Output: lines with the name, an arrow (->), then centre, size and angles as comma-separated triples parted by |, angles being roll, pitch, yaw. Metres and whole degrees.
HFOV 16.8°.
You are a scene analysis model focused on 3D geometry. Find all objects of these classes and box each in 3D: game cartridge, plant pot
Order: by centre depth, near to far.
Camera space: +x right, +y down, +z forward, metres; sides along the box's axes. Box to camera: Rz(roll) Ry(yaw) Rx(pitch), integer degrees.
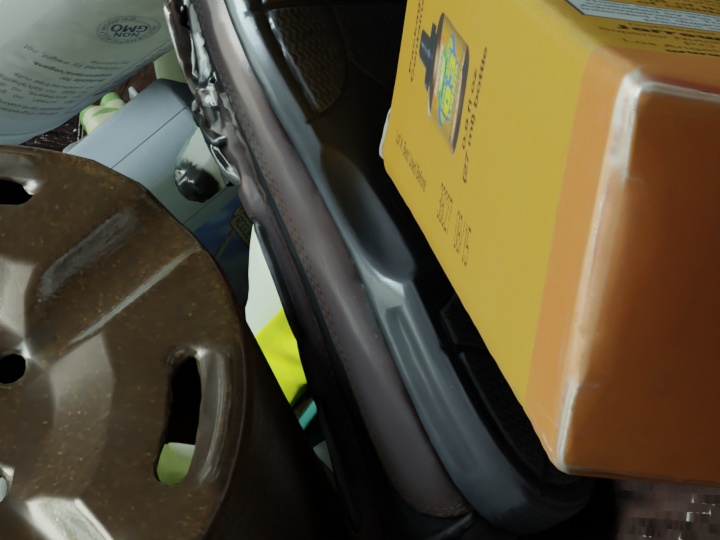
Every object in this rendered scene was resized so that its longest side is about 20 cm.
plant pot -> -0.084, 0.082, 0.629 | 0.199, 0.198, 0.202 | 77, -170, -57
game cartridge -> -0.078, 0.002, 0.916 | 0.042, 0.133, 0.200 | 54, 179, 19

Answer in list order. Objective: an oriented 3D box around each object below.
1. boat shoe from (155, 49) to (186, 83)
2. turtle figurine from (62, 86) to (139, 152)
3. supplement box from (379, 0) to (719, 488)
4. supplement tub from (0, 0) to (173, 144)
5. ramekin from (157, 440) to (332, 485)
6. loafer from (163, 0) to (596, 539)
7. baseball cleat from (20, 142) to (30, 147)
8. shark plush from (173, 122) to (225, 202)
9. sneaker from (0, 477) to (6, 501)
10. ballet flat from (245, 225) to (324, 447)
boat shoe -> -0.039, -0.133, 0.924 | 0.072, 0.060, 0.203 | 41, 136, 43
turtle figurine -> -0.131, -0.013, 1.124 | 0.144, 0.192, 0.202 | 115, 161, -68
supplement box -> 0.050, -0.023, 0.463 | 0.200, 0.068, 0.067 | -119, 37, -70
supplement tub -> -0.093, -0.133, 0.818 | 0.199, 0.131, 0.133 | -26, 54, 45
ramekin -> -0.052, 0.125, 0.847 | 0.200, 0.104, 0.202 | -174, 90, -80
loafer -> -0.012, -0.020, 0.592 | 0.063, 0.072, 0.201 | -34, 72, 30
baseball cleat -> -0.135, -0.022, 0.974 | 0.070, 0.106, 0.201 | 37, 142, 32
shark plush -> -0.012, -0.075, 0.853 | 0.083, 0.090, 0.201 | 55, -155, -57
sneaker -> -0.145, 0.087, 0.854 | 0.200, 0.086, 0.076 | 119, 156, -63
ballet flat -> 0.000, 0.000, 0.706 | 0.067, 0.067, 0.200 | 55, 159, 4
